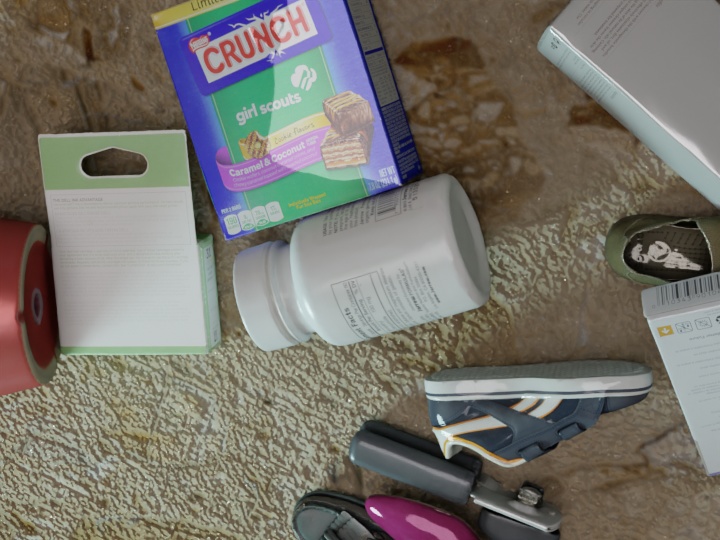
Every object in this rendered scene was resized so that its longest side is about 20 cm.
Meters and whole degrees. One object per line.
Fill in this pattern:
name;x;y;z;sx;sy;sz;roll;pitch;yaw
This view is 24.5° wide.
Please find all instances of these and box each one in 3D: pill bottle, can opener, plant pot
pill bottle;0.000;0.000;1.393;0.198;0.114;0.115;-16;98;17
can opener;0.083;0.191;1.446;0.198;0.053;0.067;24;108;9
plant pot;-0.364;0.034;1.464;0.175;0.201;0.203;-2;102;5

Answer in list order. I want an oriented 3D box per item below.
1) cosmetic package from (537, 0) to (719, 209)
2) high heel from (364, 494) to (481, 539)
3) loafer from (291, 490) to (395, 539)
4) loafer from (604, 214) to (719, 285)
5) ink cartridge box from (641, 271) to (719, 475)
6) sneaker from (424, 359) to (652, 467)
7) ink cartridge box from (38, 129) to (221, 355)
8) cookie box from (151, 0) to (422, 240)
cosmetic package;0.248;-0.154;1.297;0.200;0.085;0.108;43;86;2
high heel;0.080;0.271;1.435;0.199;0.068;0.097;27;67;4
loafer;0.021;0.267;1.473;0.199;0.063;0.072;34;109;5
loafer;0.295;-0.011;1.339;0.198;0.067;0.077;-4;101;15
ink cartridge box;0.347;0.072;1.337;0.196;0.044;0.201;-14;130;17
sneaker;0.153;0.120;1.401;0.198;0.078;0.080;-5;96;27
ink cartridge box;-0.204;-0.026;1.475;0.144;0.048;0.202;-1;101;14
cookie box;-0.061;-0.149;1.397;0.170;0.075;0.202;-16;96;18
